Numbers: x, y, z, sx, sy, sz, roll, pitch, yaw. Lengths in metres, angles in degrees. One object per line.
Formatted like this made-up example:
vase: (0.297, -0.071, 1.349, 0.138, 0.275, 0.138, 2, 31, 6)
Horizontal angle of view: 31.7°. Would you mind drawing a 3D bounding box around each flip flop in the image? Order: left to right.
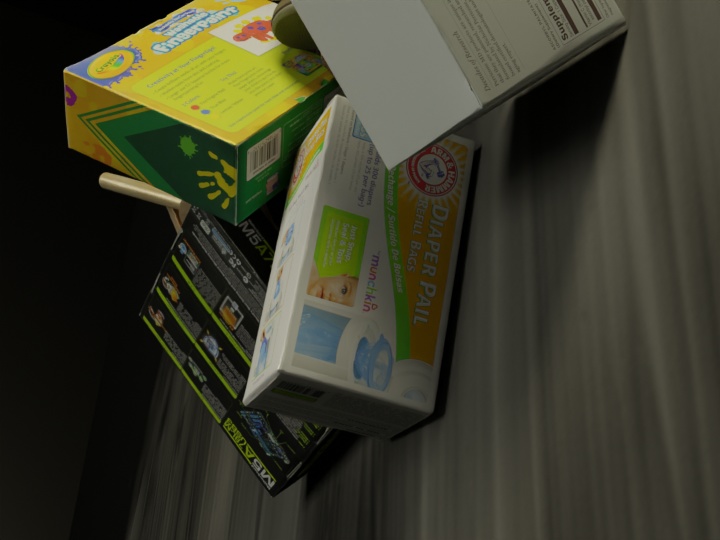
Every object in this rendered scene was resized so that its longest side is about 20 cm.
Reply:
flip flop: (0.012, -0.156, 0.911, 0.198, 0.081, 0.058, 19, 89, 32)

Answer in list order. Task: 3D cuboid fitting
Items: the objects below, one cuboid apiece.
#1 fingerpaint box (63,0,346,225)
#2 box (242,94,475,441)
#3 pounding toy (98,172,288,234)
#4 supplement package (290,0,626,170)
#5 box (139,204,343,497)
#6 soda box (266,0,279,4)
fingerpaint box: (-0.103, -0.135, 0.990, 0.200, 0.165, 0.074, -42, -32, -45)
box: (0.000, 0.000, 0.878, 0.101, 0.111, 0.203, 137, 146, -65)
pounding toy: (-0.115, -0.048, 1.111, 0.202, 0.141, 0.184, 65, 152, 10)
supplement package: (0.033, -0.186, 0.752, 0.202, 0.110, 0.156, 60, 160, -2)
box: (-0.085, 0.059, 1.014, 0.047, 0.201, 0.194, -31, -14, -34)
soda box: (-0.003, -0.280, 1.112, 0.201, 0.070, 0.063, -56, 7, -25)
